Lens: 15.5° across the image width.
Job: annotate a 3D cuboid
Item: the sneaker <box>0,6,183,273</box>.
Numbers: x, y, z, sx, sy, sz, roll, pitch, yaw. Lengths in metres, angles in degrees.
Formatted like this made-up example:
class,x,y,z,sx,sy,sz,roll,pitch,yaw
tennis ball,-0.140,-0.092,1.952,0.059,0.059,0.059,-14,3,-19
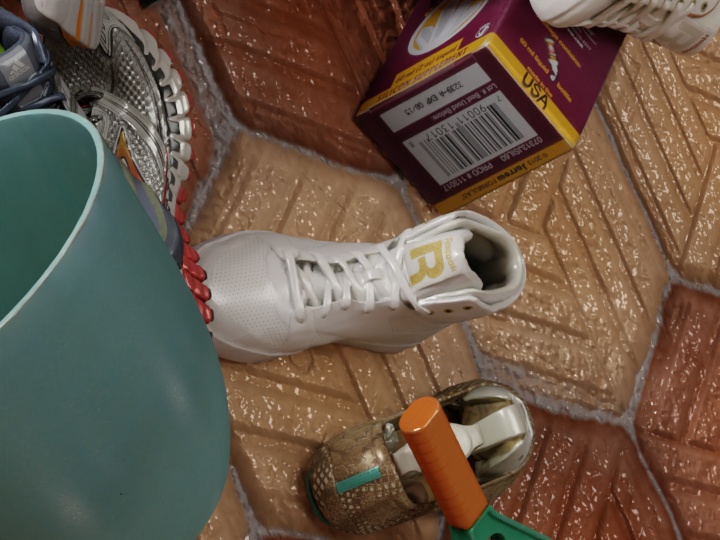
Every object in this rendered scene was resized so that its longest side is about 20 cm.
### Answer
class,x,y,z,sx,sy,sz,roll,pitch,yaw
sneaker,-0.158,-0.065,1.229,0.200,0.081,0.074,43,64,10

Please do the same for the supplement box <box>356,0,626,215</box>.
class,x,y,z,sx,sy,sz,roll,pitch,yaw
supplement box,0.091,-0.141,1.574,0.086,0.110,0.200,48,41,-19

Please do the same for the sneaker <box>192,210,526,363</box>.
class,x,y,z,sx,sy,sz,roll,pitch,yaw
sneaker,0.000,0.000,1.395,0.199,0.115,0.074,-1,73,-47

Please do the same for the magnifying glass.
class,x,y,z,sx,sy,sz,roll,pitch,yaw
magnifying glass,0.065,0.143,1.405,0.080,0.022,0.201,-50,132,-27

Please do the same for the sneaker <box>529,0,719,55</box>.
class,x,y,z,sx,sy,sz,roll,pitch,yaw
sneaker,0.171,-0.161,1.527,0.200,0.073,0.085,-30,90,-52

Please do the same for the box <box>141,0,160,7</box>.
class,x,y,z,sx,sy,sz,roll,pitch,yaw
box,-0.134,-0.245,1.397,0.200,0.082,0.049,54,39,-14

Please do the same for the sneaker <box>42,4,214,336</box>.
class,x,y,z,sx,sy,sz,roll,pitch,yaw
sneaker,-0.128,-0.041,1.301,0.082,0.078,0.201,5,67,-45

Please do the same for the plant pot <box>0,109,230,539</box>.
class,x,y,z,sx,sy,sz,roll,pitch,yaw
plant pot,-0.150,0.056,1.142,0.161,0.200,0.201,54,39,-30

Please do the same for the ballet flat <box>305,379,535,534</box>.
class,x,y,z,sx,sy,sz,roll,pitch,yaw
ballet flat,0.053,0.098,1.442,0.200,0.065,0.071,-21,87,-51

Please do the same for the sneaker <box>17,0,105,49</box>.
class,x,y,z,sx,sy,sz,roll,pitch,yaw
sneaker,-0.158,-0.165,1.295,0.077,0.079,0.200,9,22,-9
